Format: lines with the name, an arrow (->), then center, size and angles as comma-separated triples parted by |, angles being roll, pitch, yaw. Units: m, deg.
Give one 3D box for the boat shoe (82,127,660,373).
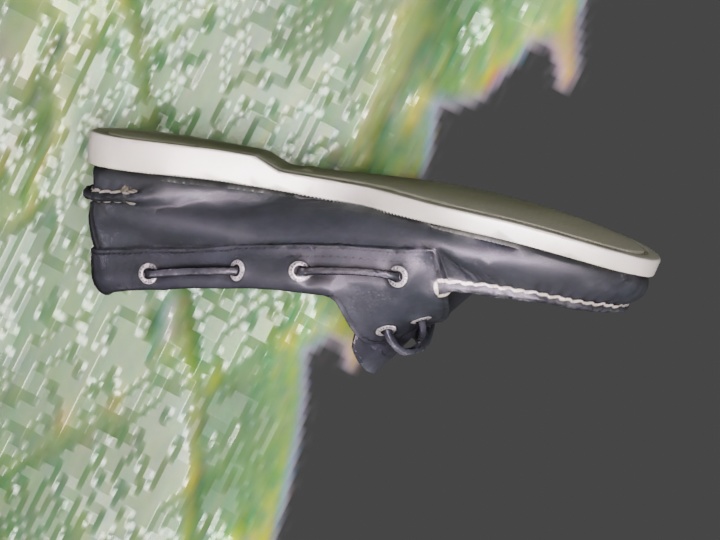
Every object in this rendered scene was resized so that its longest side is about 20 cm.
boat shoe -> -0.001, 0.000, 0.972 | 0.198, 0.075, 0.067 | 11, 96, 4
